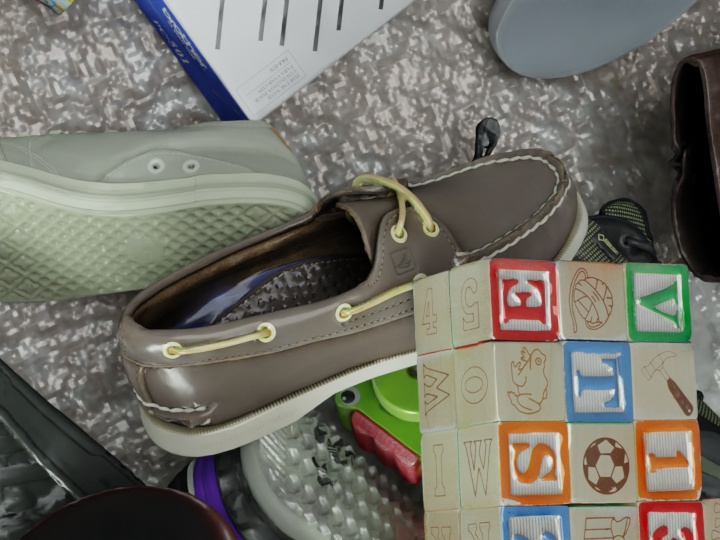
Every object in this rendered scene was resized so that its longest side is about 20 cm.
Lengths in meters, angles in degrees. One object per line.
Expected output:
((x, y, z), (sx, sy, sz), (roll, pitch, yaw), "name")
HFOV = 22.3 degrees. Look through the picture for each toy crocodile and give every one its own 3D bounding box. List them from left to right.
((0.048, 0.080, 0.759), (0.199, 0.068, 0.062), (34, 76, 11), "toy crocodile")

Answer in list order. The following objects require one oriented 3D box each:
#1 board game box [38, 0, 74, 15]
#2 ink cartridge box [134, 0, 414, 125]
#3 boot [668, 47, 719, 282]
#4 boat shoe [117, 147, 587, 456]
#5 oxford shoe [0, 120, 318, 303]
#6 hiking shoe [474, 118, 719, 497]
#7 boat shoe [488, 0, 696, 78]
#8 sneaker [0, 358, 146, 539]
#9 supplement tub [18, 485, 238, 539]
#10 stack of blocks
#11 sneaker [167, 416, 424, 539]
((-0.169, -0.202, 0.707), (0.199, 0.103, 0.105), (32, 80, -15), "board game box")
((-0.002, -0.157, 0.789), (0.200, 0.044, 0.094), (-40, 102, -14), "ink cartridge box")
((0.200, -0.100, 0.811), (0.166, 0.072, 0.202), (-11, 101, -43), "boot")
((0.000, 0.000, 0.708), (0.199, 0.072, 0.060), (-26, 133, -12), "boat shoe")
((-0.116, -0.029, 0.746), (0.198, 0.075, 0.058), (-2, 51, -5), "oxford shoe")
((0.110, 0.022, 0.794), (0.200, 0.076, 0.101), (38, 78, -8), "hiking shoe")
((0.133, -0.168, 0.821), (0.200, 0.066, 0.070), (-42, 126, 9), "boat shoe")
((-0.157, 0.093, 0.726), (0.200, 0.060, 0.104), (44, 75, -22), "sneaker")
((-0.065, 0.182, 0.700), (0.107, 0.107, 0.201), (-34, 133, -15), "supplement tub")
((0.086, 0.100, 0.668), (0.114, 0.058, 0.202), (2, 81, -27), "stack of blocks")
((-0.015, 0.139, 0.773), (0.099, 0.070, 0.200), (-31, 123, 21), "sneaker")
